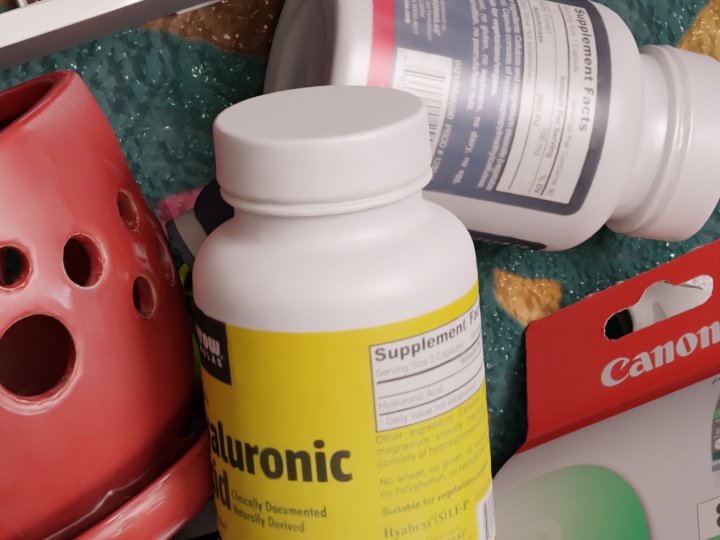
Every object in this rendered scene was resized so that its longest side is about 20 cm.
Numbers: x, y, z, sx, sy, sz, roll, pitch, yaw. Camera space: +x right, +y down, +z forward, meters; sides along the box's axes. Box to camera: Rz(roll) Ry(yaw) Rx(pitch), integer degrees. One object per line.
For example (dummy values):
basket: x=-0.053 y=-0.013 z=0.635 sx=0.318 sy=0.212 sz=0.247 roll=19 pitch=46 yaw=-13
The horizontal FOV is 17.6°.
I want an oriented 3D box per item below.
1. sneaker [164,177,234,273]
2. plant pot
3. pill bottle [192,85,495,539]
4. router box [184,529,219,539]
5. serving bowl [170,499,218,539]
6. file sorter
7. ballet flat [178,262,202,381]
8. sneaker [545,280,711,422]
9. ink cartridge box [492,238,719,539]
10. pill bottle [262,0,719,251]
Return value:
sneaker: x=0.000 y=0.000 z=1.019 sx=0.082 sy=0.200 sz=0.070 roll=-42 pitch=60 yaw=11
plant pot: x=-0.159 y=0.042 z=0.958 sx=0.200 sy=0.200 sz=0.183 roll=-33 pitch=102 yaw=-16
pill bottle: x=-0.007 y=0.035 z=0.901 sx=0.111 sy=0.111 sz=0.201 roll=-11 pitch=109 yaw=-18
router box: x=-0.098 y=0.226 z=1.005 sx=0.157 sy=0.052 sz=0.201 roll=-17 pitch=96 yaw=24
serving bowl: x=0.000 y=0.163 z=1.055 sx=0.199 sy=0.066 sz=0.201 roll=4 pitch=75 yaw=-14
file sorter: x=-0.147 y=-0.156 z=0.997 sx=0.199 sy=0.139 sz=0.125 roll=-21 pitch=93 yaw=-18
ballet flat: x=-0.029 y=0.072 z=1.019 sx=0.067 sy=0.067 sz=0.200 roll=-26 pitch=61 yaw=-17
sneaker: x=0.124 y=0.098 z=1.118 sx=0.088 sy=0.074 sz=0.201 roll=17 pitch=70 yaw=5
ink cartridge box: x=0.125 y=0.072 z=1.031 sx=0.050 sy=0.161 sz=0.201 roll=33 pitch=44 yaw=-39
pill bottle: x=0.064 y=-0.072 z=1.075 sx=0.199 sy=0.120 sz=0.120 roll=9 pitch=86 yaw=-19
